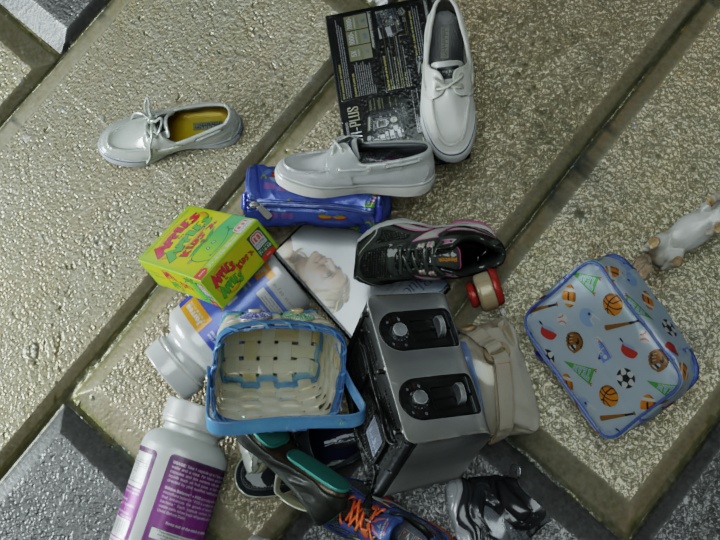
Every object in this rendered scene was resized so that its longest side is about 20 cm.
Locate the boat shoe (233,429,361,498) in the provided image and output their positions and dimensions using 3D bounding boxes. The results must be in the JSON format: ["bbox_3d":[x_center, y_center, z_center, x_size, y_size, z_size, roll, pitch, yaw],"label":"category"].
[{"bbox_3d":[-0.066,0.225,1.381,0.197,0.062,0.076,-19,77,4],"label":"boat shoe"}]

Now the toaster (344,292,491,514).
[{"bbox_3d":[0.054,0.149,1.284,0.116,0.201,0.183,-6,59,-18],"label":"toaster"}]

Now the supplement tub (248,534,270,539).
[{"bbox_3d":[-0.058,0.402,1.295,0.197,0.145,0.147,20,80,11],"label":"supplement tub"}]

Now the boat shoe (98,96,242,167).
[{"bbox_3d":[-0.260,-0.189,1.487,0.198,0.086,0.076,-6,76,5],"label":"boat shoe"}]

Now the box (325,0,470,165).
[{"bbox_3d":[0.049,-0.237,1.461,0.161,0.086,0.204,-11,76,3],"label":"box"}]

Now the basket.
[{"bbox_3d":[-0.096,0.124,1.271,0.173,0.201,0.142,-1,117,-14],"label":"basket"}]

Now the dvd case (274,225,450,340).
[{"bbox_3d":[0.000,0.000,1.447,0.142,0.018,0.200,-42,76,-5],"label":"dvd case"}]

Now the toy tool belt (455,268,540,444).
[{"bbox_3d":[0.134,0.112,1.348,0.121,0.125,0.204,-17,88,3],"label":"toy tool belt"}]

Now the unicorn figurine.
[{"bbox_3d":[0.416,-0.048,1.363,0.197,0.137,0.075,-18,85,18],"label":"unicorn figurine"}]

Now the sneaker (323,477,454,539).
[{"bbox_3d":[0.026,0.302,1.342,0.197,0.079,0.076,21,79,11],"label":"sneaker"}]

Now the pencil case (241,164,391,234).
[{"bbox_3d":[-0.059,-0.087,1.420,0.196,0.087,0.080,5,112,7],"label":"pencil case"}]

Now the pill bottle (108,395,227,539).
[{"bbox_3d":[-0.227,0.262,1.365,0.110,0.112,0.203,16,79,10],"label":"pill bottle"}]

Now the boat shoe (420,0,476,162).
[{"bbox_3d":[0.109,-0.237,1.375,0.070,0.066,0.204,1,77,6],"label":"boat shoe"}]

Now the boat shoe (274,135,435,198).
[{"bbox_3d":[-0.007,-0.131,1.357,0.196,0.069,0.073,6,42,8],"label":"boat shoe"}]

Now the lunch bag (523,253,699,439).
[{"bbox_3d":[0.292,0.089,1.337,0.160,0.075,0.202,-46,69,37],"label":"lunch bag"}]

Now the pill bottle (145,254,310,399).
[{"bbox_3d":[-0.169,0.064,1.404,0.199,0.112,0.112,-41,76,-4],"label":"pill bottle"}]

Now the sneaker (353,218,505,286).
[{"bbox_3d":[0.088,-0.023,1.369,0.196,0.086,0.082,-12,105,-15],"label":"sneaker"}]

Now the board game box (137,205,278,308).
[{"bbox_3d":[-0.192,-0.021,1.385,0.102,0.199,0.048,-49,119,-17],"label":"board game box"}]

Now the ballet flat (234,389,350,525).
[{"bbox_3d":[-0.099,0.227,1.329,0.199,0.068,0.069,40,110,25],"label":"ballet flat"}]

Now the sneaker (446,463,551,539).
[{"bbox_3d":[0.177,0.329,1.317,0.112,0.076,0.203,-19,73,5],"label":"sneaker"}]
